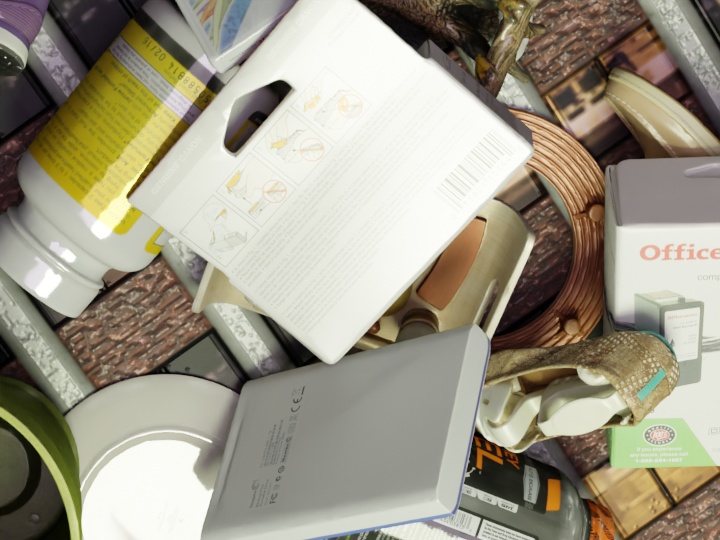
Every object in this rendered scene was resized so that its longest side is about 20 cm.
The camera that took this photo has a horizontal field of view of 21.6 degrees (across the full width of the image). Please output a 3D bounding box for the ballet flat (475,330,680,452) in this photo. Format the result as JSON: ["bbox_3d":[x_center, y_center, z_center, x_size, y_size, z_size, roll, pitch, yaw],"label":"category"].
[{"bbox_3d":[0.122,0.086,1.265,0.071,0.199,0.065,52,48,-13],"label":"ballet flat"}]

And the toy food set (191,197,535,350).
[{"bbox_3d":[0.000,0.000,1.272,0.198,0.061,0.145,19,118,-6],"label":"toy food set"}]

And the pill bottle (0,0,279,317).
[{"bbox_3d":[-0.154,-0.071,1.239,0.111,0.111,0.200,39,94,-13],"label":"pill bottle"}]

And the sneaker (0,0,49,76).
[{"bbox_3d":[-0.297,-0.203,1.227,0.198,0.076,0.088,22,73,-7],"label":"sneaker"}]

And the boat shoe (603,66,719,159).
[{"bbox_3d":[0.230,-0.056,1.312,0.065,0.071,0.200,-44,105,2],"label":"boat shoe"}]

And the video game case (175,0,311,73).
[{"bbox_3d":[-0.057,-0.249,1.193,0.181,0.022,0.201,-33,64,5],"label":"video game case"}]

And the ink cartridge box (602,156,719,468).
[{"bbox_3d":[0.239,0.030,1.281,0.144,0.084,0.202,-2,123,4],"label":"ink cartridge box"}]

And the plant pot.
[{"bbox_3d":[-0.260,0.149,1.221,0.198,0.193,0.203,0,99,3],"label":"plant pot"}]

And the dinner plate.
[{"bbox_3d":[-0.138,0.174,1.338,0.198,0.024,0.203,-2,102,-8],"label":"dinner plate"}]

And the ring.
[{"bbox_3d":[0.088,-0.014,1.329,0.198,0.019,0.203,-2,102,-7],"label":"ring"}]

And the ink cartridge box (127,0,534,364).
[{"bbox_3d":[-0.019,-0.066,1.195,0.176,0.045,0.200,39,110,-14],"label":"ink cartridge box"}]

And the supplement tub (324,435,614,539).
[{"bbox_3d":[0.068,0.176,1.313,0.198,0.123,0.124,22,98,-12],"label":"supplement tub"}]

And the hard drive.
[{"bbox_3d":[-0.011,0.114,1.239,0.199,0.133,0.025,-16,135,36],"label":"hard drive"}]

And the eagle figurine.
[{"bbox_3d":[0.023,-0.192,1.247,0.199,0.152,0.152,28,53,17],"label":"eagle figurine"}]
